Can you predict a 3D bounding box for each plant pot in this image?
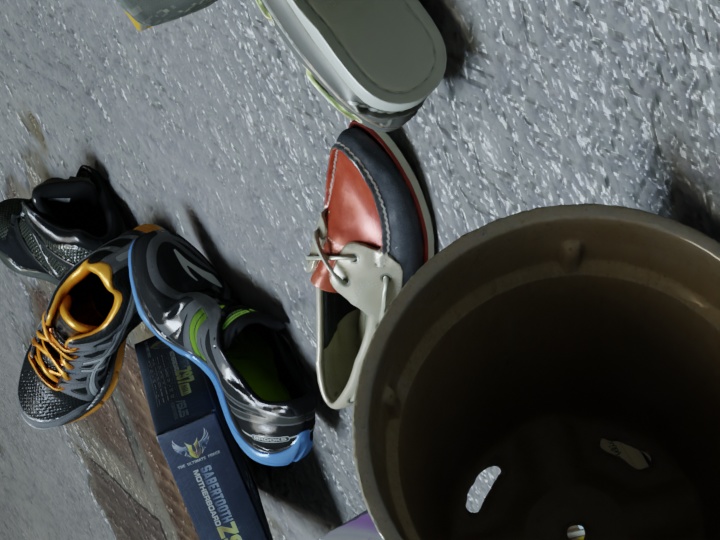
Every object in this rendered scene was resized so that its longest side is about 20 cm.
[{"bbox_3d":[0.101,0.099,1.028,0.201,0.200,0.184,53,169,21],"label":"plant pot"}]

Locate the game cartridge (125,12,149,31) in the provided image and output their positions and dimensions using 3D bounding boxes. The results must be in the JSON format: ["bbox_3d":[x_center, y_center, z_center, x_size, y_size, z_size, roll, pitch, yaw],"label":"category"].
[{"bbox_3d":[-0.170,-0.272,1.391,0.200,0.032,0.176,57,160,17],"label":"game cartridge"}]

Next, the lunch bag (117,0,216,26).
[{"bbox_3d":[-0.064,-0.233,1.010,0.200,0.167,0.139,62,-164,-6],"label":"lunch bag"}]

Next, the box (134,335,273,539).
[{"bbox_3d":[-0.112,0.145,1.682,0.200,0.051,0.158,-122,10,-70],"label":"box"}]

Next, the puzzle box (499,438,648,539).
[{"bbox_3d":[0.102,0.088,1.212,0.200,0.025,0.133,60,160,2],"label":"puzzle box"}]

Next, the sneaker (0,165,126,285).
[{"bbox_3d":[-0.243,-0.042,1.798,0.199,0.076,0.115,30,142,49],"label":"sneaker"}]

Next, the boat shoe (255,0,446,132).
[{"bbox_3d":[-0.029,-0.160,1.133,0.202,0.072,0.060,59,162,9],"label":"boat shoe"}]

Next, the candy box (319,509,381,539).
[{"bbox_3d":[0.061,0.270,1.481,0.168,0.071,0.200,41,152,44],"label":"candy box"}]

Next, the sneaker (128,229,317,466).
[{"bbox_3d":[-0.089,0.042,1.566,0.200,0.071,0.083,52,141,24],"label":"sneaker"}]

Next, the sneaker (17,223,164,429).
[{"bbox_3d":[-0.213,0.045,1.699,0.078,0.077,0.200,44,120,16],"label":"sneaker"}]

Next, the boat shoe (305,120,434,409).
[{"bbox_3d":[0.000,0.000,1.288,0.071,0.062,0.200,47,154,37],"label":"boat shoe"}]
